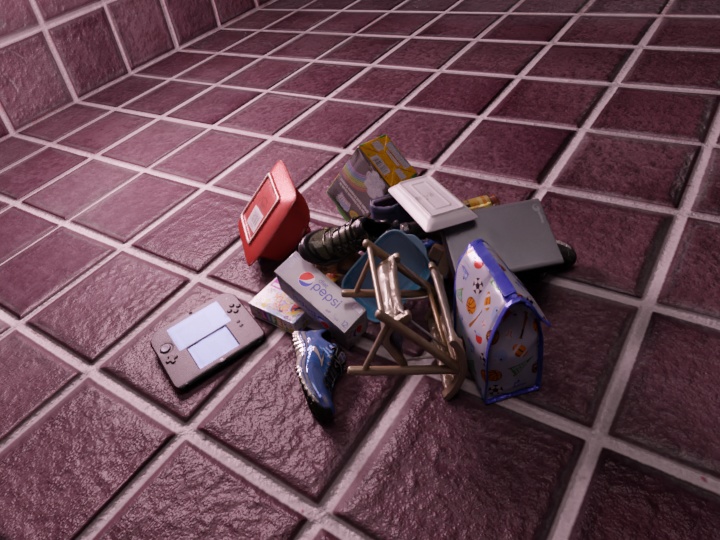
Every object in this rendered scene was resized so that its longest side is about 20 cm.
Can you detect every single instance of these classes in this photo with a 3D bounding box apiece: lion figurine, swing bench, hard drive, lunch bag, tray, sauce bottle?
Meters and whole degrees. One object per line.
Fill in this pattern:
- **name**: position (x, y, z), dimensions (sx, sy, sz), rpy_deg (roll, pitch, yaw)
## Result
- **lion figurine**: position (0.000, 0.000, 1.176), dimensions (0.198, 0.073, 0.123), rpy_deg (37, 66, 14)
- **swing bench**: position (0.080, 0.079, 0.975), dimensions (0.194, 0.132, 0.202), rpy_deg (16, 33, -18)
- **hard drive**: position (0.250, -0.050, 1.052), dimensions (0.192, 0.033, 0.144), rpy_deg (-10, 60, -4)
- **lunch bag**: position (0.222, 0.075, 0.941), dimensions (0.119, 0.205, 0.172), rpy_deg (-15, 36, -5)
- **tray**: position (0.132, -0.136, 1.105), dimensions (0.104, 0.023, 0.201), rpy_deg (-17, 34, -12)
- **sauce bottle**: position (0.173, -0.094, 1.123), dimensions (0.193, 0.068, 0.067), rpy_deg (-15, 37, -6)

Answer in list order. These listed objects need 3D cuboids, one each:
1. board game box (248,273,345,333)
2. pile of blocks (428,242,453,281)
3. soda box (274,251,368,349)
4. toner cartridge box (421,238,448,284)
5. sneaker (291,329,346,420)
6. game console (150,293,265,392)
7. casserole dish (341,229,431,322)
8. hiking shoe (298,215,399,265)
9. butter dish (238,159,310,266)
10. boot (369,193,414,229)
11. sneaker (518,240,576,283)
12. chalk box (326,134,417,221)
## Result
- **board game box**: position (-0.121, 0.039, 1.219), dimensions (0.131, 0.035, 0.200), rpy_deg (17, 47, 33)
- **pile of blocks**: position (0.206, -0.011, 1.133), dimensions (0.193, 0.064, 0.083), rpy_deg (10, 29, -24)
- **soda box**: position (-0.074, 0.055, 1.110), dimensions (0.198, 0.069, 0.063), rpy_deg (38, 67, 26)
- **toner cartridge box**: position (0.187, -0.041, 1.185), dimensions (0.194, 0.097, 0.043), rpy_deg (-21, 38, -11)
- **sneaker**: position (-0.066, 0.167, 1.008), dimensions (0.086, 0.080, 0.202), rpy_deg (-16, 37, -2)
- **game console**: position (-0.305, 0.134, 1.156), dimensions (0.197, 0.032, 0.176), rpy_deg (-31, 41, -22)
- **casserole dish**: position (0.050, 0.007, 1.105), dimensions (0.200, 0.121, 0.039), rpy_deg (-46, 5, 25)
- **hiking shoe**: position (-0.024, -0.069, 1.110), dimensions (0.193, 0.101, 0.078), rpy_deg (-12, 67, -16)
- **butter dish**: position (-0.178, -0.112, 1.347), dimensions (0.201, 0.146, 0.202), rpy_deg (-50, 37, 17)
- **boot**: position (0.114, -0.113, 1.187), dimensions (0.192, 0.092, 0.074), rpy_deg (-11, 44, -1)
- **sneaker**: position (0.336, -0.012, 1.106), dimensions (0.193, 0.067, 0.093), rpy_deg (6, 46, -22)
- **chalk box**: position (0.015, -0.188, 1.350), dimensions (0.125, 0.200, 0.123), rpy_deg (50, 44, 7)
